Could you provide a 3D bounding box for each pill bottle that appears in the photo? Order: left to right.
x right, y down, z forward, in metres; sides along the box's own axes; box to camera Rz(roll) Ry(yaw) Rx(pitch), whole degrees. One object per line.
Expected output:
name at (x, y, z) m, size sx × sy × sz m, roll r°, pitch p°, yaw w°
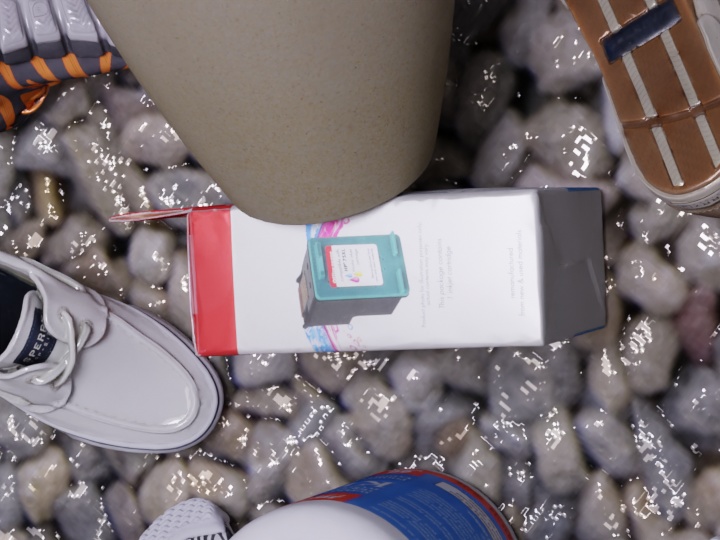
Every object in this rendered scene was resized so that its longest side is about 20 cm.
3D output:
pill bottle at (-0.004, 0.150, 0.965) m, size 0.111 × 0.200 × 0.113 m, roll 0°, pitch 91°, yaw 19°

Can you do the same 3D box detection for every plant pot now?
plant pot at (-0.034, -0.126, 0.916) m, size 0.186 × 0.188 × 0.201 m, roll -3°, pitch 124°, yaw 19°

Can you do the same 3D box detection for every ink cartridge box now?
ink cartridge box at (0.000, 0.000, 1.004) m, size 0.198 × 0.116 × 0.068 m, roll -2°, pitch 92°, yaw 20°

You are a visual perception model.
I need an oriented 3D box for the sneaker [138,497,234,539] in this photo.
sneaker at (-0.054, 0.210, 1.054) m, size 0.075 × 0.115 × 0.201 m, roll -28°, pitch 48°, yaw 18°

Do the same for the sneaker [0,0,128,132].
sneaker at (-0.137, -0.118, 1.073) m, size 0.198 × 0.112 × 0.078 m, roll -5°, pitch 75°, yaw -14°

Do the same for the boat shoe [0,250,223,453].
boat shoe at (-0.154, 0.029, 1.052) m, size 0.199 × 0.066 × 0.072 m, roll 32°, pitch 89°, yaw -9°

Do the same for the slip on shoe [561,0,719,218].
slip on shoe at (0.135, -0.115, 0.985) m, size 0.076 × 0.060 × 0.201 m, roll -29°, pitch 64°, yaw 25°

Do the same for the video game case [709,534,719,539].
video game case at (0.136, 0.238, 1.014) m, size 0.200 × 0.018 × 0.143 m, roll -44°, pitch 77°, yaw 16°
